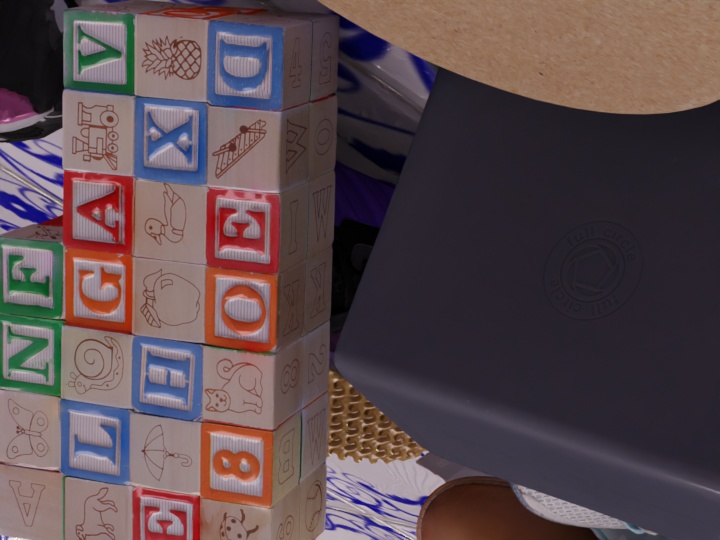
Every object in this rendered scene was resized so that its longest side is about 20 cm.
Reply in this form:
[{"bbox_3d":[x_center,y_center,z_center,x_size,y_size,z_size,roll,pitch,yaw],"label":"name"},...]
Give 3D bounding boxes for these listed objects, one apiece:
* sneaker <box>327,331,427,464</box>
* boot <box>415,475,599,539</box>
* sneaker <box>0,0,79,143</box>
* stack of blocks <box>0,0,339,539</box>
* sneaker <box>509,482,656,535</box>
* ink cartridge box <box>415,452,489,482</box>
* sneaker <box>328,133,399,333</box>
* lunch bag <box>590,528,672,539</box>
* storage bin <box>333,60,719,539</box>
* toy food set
[{"bbox_3d":[-0.033,0.017,0.832,0.199,0.091,0.075,23,143,-28],"label":"sneaker"},{"bbox_3d":[0.091,0.152,0.786,0.199,0.074,0.155,34,-174,18],"label":"boot"},{"bbox_3d":[-0.156,-0.092,0.842,0.086,0.081,0.199,21,180,-35],"label":"sneaker"},{"bbox_3d":[-0.073,0.003,0.708,0.114,0.202,0.059,7,-166,18],"label":"stack of blocks"},{"bbox_3d":[0.130,0.065,0.673,0.199,0.086,0.078,-15,115,36],"label":"sneaker"},{"bbox_3d":[0.131,0.150,0.996,0.199,0.050,0.161,32,-157,16],"label":"ink cartridge box"},{"bbox_3d":[0.000,0.000,0.773,0.199,0.100,0.070,28,125,-7],"label":"sneaker"},{"bbox_3d":[0.156,0.106,0.825,0.160,0.077,0.200,37,-170,-40],"label":"lunch bag"},{"bbox_3d":[0.096,0.010,0.604,0.199,0.135,0.146,17,164,34],"label":"storage bin"},{"bbox_3d":[0.030,-0.105,0.481,0.197,0.049,0.200,32,165,-23],"label":"toy food set"}]
